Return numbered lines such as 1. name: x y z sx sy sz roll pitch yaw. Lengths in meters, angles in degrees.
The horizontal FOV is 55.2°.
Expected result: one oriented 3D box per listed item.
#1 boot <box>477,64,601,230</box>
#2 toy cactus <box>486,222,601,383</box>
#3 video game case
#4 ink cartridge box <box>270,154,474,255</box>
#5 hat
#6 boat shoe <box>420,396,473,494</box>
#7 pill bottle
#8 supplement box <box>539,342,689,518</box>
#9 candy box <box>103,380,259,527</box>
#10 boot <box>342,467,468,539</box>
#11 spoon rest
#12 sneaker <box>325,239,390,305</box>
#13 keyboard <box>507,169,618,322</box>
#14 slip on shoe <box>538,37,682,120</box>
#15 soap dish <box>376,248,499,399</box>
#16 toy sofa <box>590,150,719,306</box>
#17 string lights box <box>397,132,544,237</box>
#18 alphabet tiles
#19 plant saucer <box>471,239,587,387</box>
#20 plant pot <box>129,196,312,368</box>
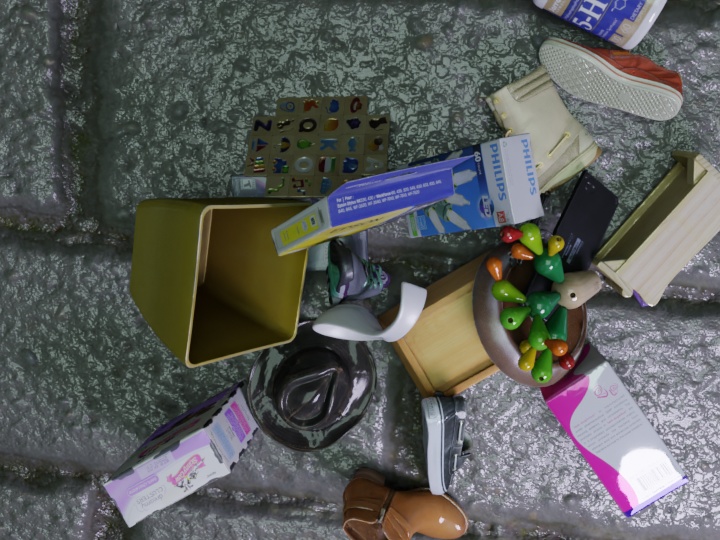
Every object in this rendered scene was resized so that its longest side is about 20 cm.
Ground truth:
1. boot: 0.205 -0.164 0.937 0.199 0.073 0.156 -35 94 8
2. toy cactus: 0.239 0.032 0.846 0.163 0.102 0.203 -17 94 -31
3. video game case: -0.089 -0.071 1.012 0.197 0.019 0.145 -1 99 7
4. ink cartridge box: 0.015 -0.079 0.854 0.196 0.199 0.048 -17 90 -33
5. hat: -0.070 0.169 0.995 0.197 0.081 0.204 0 88 -5
6. boat shoe: 0.126 0.253 0.976 0.070 0.073 0.202 -7 134 1
7. pill bottle: 0.284 -0.378 0.872 0.198 0.120 0.121 26 101 2
8. supplement box: 0.348 0.219 0.966 0.101 0.103 0.201 -35 95 11
9. candy box: -0.242 0.254 0.985 0.166 0.200 0.072 -29 95 9
10. boot: 0.063 0.368 0.992 0.197 0.155 0.075 19 100 3
11. spoon rest: 0.010 0.071 0.923 0.098 0.199 0.062 18 64 -30
12. sneaker: 0.000 0.000 0.924 0.086 0.200 0.076 -5 82 -6
13. keyboard: 0.257 -0.039 0.899 0.126 0.021 0.202 31 81 -24
14. slip on shoe: 0.333 -0.264 0.919 0.198 0.074 0.062 23 66 8
15. soap dish: 0.144 0.089 0.978 0.198 0.081 0.159 -31 94 9
16. toy sofa: 0.405 -0.055 0.928 0.097 0.083 0.201 38 101 -6
17. string lights box: 0.137 -0.106 0.895 0.058 0.199 0.104 -15 96 -33
18. alphabet tiles: -0.059 -0.173 0.952 0.197 0.006 0.169 0 64 6
19. plant saucer: 0.238 0.053 0.927 0.197 0.032 0.204 7 75 -26
20. plant pot: -0.202 -0.011 0.935 0.175 0.199 0.203 20 107 35
